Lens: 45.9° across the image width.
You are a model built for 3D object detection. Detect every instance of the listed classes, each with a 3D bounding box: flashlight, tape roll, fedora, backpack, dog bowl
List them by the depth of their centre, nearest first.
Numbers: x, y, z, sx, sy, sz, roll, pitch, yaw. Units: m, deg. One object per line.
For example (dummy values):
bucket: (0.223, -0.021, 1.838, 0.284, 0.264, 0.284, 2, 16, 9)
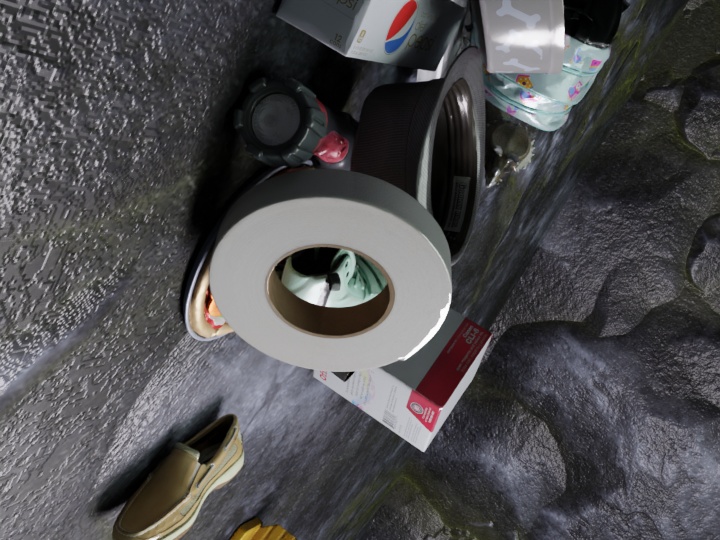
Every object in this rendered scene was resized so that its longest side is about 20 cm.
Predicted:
dog bowl: (0.112, -0.249, 0.670, 0.200, 0.058, 0.201, -11, 90, -81)
tape roll: (-0.024, 0.007, 0.703, 0.037, 0.201, 0.203, -84, -170, -48)
flashlight: (-0.039, -0.108, 0.721, 0.067, 0.068, 0.200, -32, 169, 11)
fedora: (0.048, -0.098, 0.752, 0.177, 0.090, 0.201, -60, 150, -41)
backpack: (0.183, -0.234, 0.858, 0.200, 0.166, 0.127, -79, -173, -56)

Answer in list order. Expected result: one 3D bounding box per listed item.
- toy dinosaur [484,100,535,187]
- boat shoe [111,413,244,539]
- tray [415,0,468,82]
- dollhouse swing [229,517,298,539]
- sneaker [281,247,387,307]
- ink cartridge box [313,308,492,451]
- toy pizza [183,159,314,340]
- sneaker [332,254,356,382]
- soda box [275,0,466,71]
toy dinosaur: (0.127, -0.153, 0.891, 0.076, 0.201, 0.102, 0, 144, -23)
boat shoe: (-0.193, 0.218, 0.910, 0.200, 0.071, 0.077, -45, 148, -58)
tray: (0.088, -0.261, 0.838, 0.200, 0.022, 0.108, 95, 17, -59)
dollhouse swing: (-0.147, 0.496, 1.317, 0.182, 0.199, 0.176, -52, 163, -17)
sneaker: (0.000, 0.000, 0.863, 0.200, 0.074, 0.119, -26, 147, -37)
ink cartridge box: (0.053, 0.118, 1.187, 0.145, 0.199, 0.146, -50, 164, -30)
toy pizza: (-0.091, -0.013, 0.805, 0.200, 0.032, 0.200, -51, 163, -21)
sneaker: (-0.011, 0.026, 0.982, 0.075, 0.106, 0.201, -28, 148, -59)
soda box: (0.016, -0.207, 0.681, 0.064, 0.068, 0.200, -62, 164, 20)
